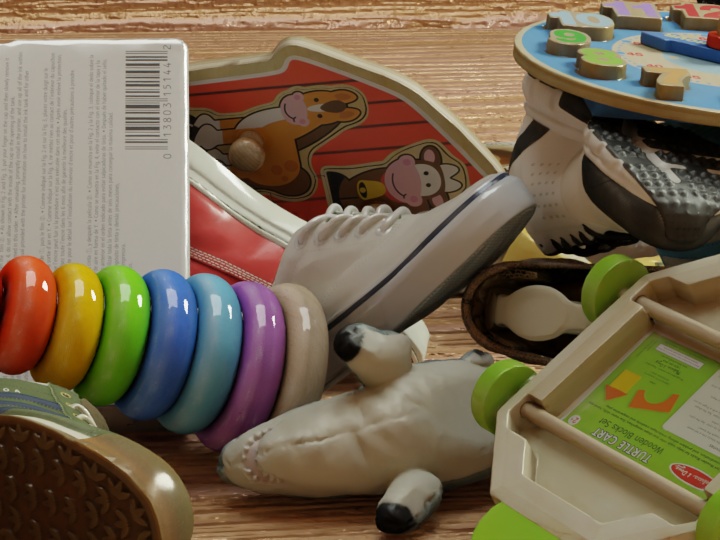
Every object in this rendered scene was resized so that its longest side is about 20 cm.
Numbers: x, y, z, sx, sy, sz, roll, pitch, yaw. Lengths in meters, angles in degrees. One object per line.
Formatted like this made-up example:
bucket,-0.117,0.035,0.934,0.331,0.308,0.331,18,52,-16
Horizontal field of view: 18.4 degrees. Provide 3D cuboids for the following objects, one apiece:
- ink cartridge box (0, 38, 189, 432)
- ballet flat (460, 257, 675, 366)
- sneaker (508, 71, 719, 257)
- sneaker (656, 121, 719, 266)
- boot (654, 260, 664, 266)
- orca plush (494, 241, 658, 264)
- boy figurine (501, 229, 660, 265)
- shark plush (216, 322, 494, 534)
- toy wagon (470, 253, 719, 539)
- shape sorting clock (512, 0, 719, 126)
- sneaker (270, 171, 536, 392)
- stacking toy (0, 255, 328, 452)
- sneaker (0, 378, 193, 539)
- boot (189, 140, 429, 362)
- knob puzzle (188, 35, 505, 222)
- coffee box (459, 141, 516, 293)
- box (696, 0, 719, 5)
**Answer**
ink cartridge box,-0.172,-0.020,1.108,0.175,0.202,0.045,0,-24,-5
ballet flat,0.130,0.028,0.998,0.199,0.069,0.067,2,-6,36
sneaker,0.118,-0.035,1.031,0.073,0.081,0.200,12,13,-13
sneaker,0.238,-0.036,1.090,0.198,0.081,0.077,0,31,22
boot,0.203,0.015,1.167,0.153,0.073,0.200,2,31,21
orca plush,0.123,-0.040,1.374,0.199,0.106,0.071,-9,45,-40
boy figurine,0.178,0.010,1.283,0.198,0.065,0.124,6,15,12
shark plush,0.033,0.066,1.015,0.199,0.091,0.083,-17,-10,-42
toy wagon,0.109,0.069,0.882,0.200,0.040,0.155,-42,36,-15
shape sorting clock,0.171,-0.098,1.044,0.198,0.040,0.200,4,15,-1
sneaker,0.000,0.000,1.065,0.200,0.071,0.073,-38,-6,38
stacking toy,-0.117,0.029,1.003,0.199,0.086,0.085,14,5,-25
sneaker,-0.130,0.077,0.931,0.199,0.068,0.090,5,18,37
boot,-0.073,0.034,1.168,0.199,0.145,0.072,32,-22,-5
knob puzzle,-0.019,-0.037,1.224,0.218,0.221,0.031,2,37,8
coffee box,0.044,-0.034,1.442,0.198,0.081,0.113,-5,13,-23
box,0.278,-0.084,1.391,0.103,0.202,0.148,-2,12,-9
